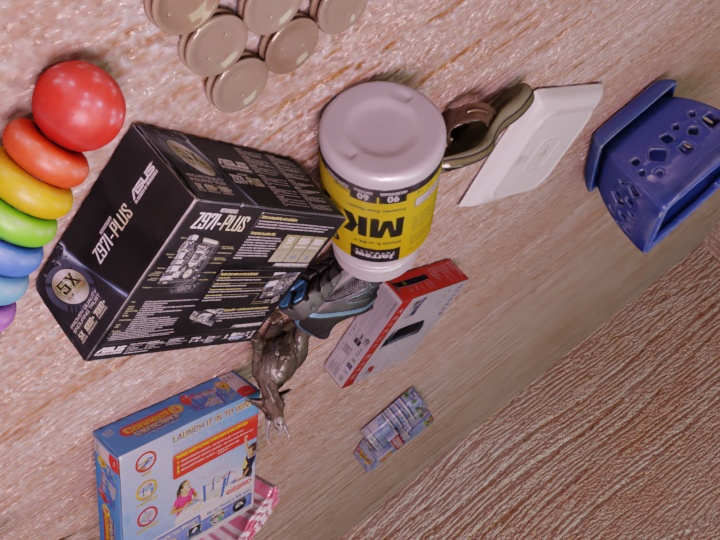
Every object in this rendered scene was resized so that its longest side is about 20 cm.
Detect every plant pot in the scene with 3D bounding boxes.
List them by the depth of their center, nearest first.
[{"bbox_3d":[0.489,-0.180,1.264,0.200,0.180,0.200,-39,158,-5],"label":"plant pot"}]

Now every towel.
[{"bbox_3d":[-0.220,0.352,1.052,0.200,0.146,0.030,-50,141,-28],"label":"towel"}]

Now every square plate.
[{"bbox_3d":[0.247,-0.171,1.076,0.198,0.028,0.200,-19,148,-46],"label":"square plate"}]

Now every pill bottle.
[{"bbox_3d":[0.018,-0.076,0.748,0.114,0.114,0.200,-35,157,-18],"label":"pill bottle"}]

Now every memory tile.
[{"bbox_3d":[-0.069,-0.197,0.508,0.153,0.017,0.200,-40,159,-5],"label":"memory tile"}]

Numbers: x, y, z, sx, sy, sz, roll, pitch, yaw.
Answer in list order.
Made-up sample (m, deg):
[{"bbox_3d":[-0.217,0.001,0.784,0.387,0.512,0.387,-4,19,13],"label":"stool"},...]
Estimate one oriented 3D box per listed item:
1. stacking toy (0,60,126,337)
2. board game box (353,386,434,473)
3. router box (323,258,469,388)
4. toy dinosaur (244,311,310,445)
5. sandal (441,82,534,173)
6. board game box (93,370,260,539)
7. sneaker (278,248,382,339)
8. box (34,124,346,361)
[{"bbox_3d":[-0.214,-0.042,0.477,0.200,0.085,0.085,-50,157,7],"label":"stacking toy"},{"bbox_3d":[0.069,0.370,1.743,0.200,0.062,0.200,-40,158,-6],"label":"board game box"},{"bbox_3d":[0.056,0.081,1.195,0.179,0.049,0.200,-16,147,-48],"label":"router box"},{"bbox_3d":[-0.096,0.101,0.940,0.200,0.077,0.102,-69,170,-46],"label":"toy dinosaur"},{"bbox_3d":[0.120,-0.161,0.843,0.080,0.057,0.201,-11,-152,49],"label":"sandal"},{"bbox_3d":[-0.220,0.249,0.939,0.200,0.056,0.196,-20,127,-43],"label":"board game box"},{"bbox_3d":[0.000,0.000,0.892,0.200,0.073,0.082,-35,128,3],"label":"sneaker"},{"bbox_3d":[-0.134,-0.018,0.637,0.164,0.086,0.200,-51,157,21],"label":"box"}]
